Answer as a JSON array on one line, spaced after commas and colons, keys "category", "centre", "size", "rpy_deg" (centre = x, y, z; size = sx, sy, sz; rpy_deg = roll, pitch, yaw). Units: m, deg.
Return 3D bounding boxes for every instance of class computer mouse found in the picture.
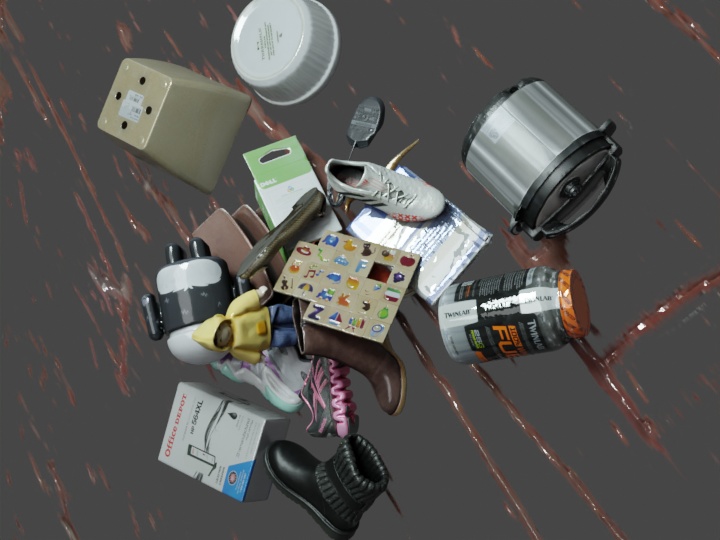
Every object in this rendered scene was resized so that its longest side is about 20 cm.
[{"category": "computer mouse", "centre": [-0.006, -0.198, 1.536], "size": [0.058, 0.034, 0.202], "rpy_deg": [20, 84, 32]}]

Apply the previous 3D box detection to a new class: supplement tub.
[{"category": "supplement tub", "centre": [0.223, 0.064, 1.326], "size": [0.198, 0.122, 0.124], "rpy_deg": [-13, 76, 28]}]

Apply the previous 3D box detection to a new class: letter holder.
[{"category": "letter holder", "centre": [-0.174, -0.024, 1.578], "size": [0.142, 0.100, 0.201], "rpy_deg": [-41, 65, 16]}]

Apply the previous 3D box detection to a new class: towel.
[{"category": "towel", "centre": [0.092, -0.057, 1.446], "size": [0.200, 0.024, 0.147], "rpy_deg": [41, 91, 19]}]

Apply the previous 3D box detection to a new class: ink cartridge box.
[{"category": "ink cartridge box", "centre": [-0.117, -0.120, 1.556], "size": [0.103, 0.059, 0.201], "rpy_deg": [-22, 69, -13]}, {"category": "ink cartridge box", "centre": [-0.237, 0.292, 1.571], "size": [0.198, 0.084, 0.148], "rpy_deg": [16, 90, 30]}]

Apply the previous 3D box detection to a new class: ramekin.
[{"category": "ramekin", "centre": [-0.140, -0.400, 1.619], "size": [0.200, 0.094, 0.205], "rpy_deg": [-5, 80, 28]}]

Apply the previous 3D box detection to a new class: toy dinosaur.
[{"category": "toy dinosaur", "centre": [0.031, -0.120, 1.512], "size": [0.105, 0.060, 0.203], "rpy_deg": [8, 88, 3]}]

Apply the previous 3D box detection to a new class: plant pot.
[{"category": "plant pot", "centre": [-0.357, -0.283, 1.676], "size": [0.199, 0.177, 0.202], "rpy_deg": [27, 95, 30]}]

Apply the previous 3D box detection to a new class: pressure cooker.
[{"category": "pressure cooker", "centre": [0.262, -0.150, 1.301], "size": [0.200, 0.178, 0.177], "rpy_deg": [47, 147, 23]}]

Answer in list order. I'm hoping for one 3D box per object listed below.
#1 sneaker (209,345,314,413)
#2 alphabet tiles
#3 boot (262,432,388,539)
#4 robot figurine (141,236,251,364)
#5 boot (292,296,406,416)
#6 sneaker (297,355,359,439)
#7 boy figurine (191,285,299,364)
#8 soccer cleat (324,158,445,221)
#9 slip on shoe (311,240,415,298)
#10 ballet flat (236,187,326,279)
[{"category": "sneaker", "centre": [-0.157, 0.135, 1.547], "size": [0.199, 0.078, 0.141], "rpy_deg": [29, 91, 5]}, {"category": "alphabet tiles", "centre": [-0.027, 0.017, 1.410], "size": [0.198, 0.008, 0.168], "rpy_deg": [15, 58, 18]}, {"category": "boot", "centre": [-0.055, 0.307, 1.439], "size": [0.211, 0.079, 0.159], "rpy_deg": [38, 130, 19]}, {"category": "robot figurine", "centre": [-0.266, 0.052, 1.492], "size": [0.149, 0.124, 0.202], "rpy_deg": [-21, 77, 38]}, {"category": "boot", "centre": [-0.021, 0.134, 1.422], "size": [0.072, 0.165, 0.202], "rpy_deg": [-45, 51, 47]}, {"category": "sneaker", "centre": [-0.063, 0.179, 1.487], "size": [0.094, 0.079, 0.202], "rpy_deg": [-11, 79, 21]}, {"category": "boy figurine", "centre": [-0.168, 0.087, 1.433], "size": [0.064, 0.198, 0.126], "rpy_deg": [15, 101, 50]}, {"category": "soccer cleat", "centre": [0.035, -0.128, 1.418], "size": [0.198, 0.085, 0.069], "rpy_deg": [21, 84, 18]}, {"category": "slip on shoe", "centre": [0.000, 0.000, 1.472], "size": [0.198, 0.074, 0.062], "rpy_deg": [17, 123, 18]}, {"category": "ballet flat", "centre": [-0.121, -0.053, 1.467], "size": [0.200, 0.046, 0.067], "rpy_deg": [-49, 22, -22]}]
